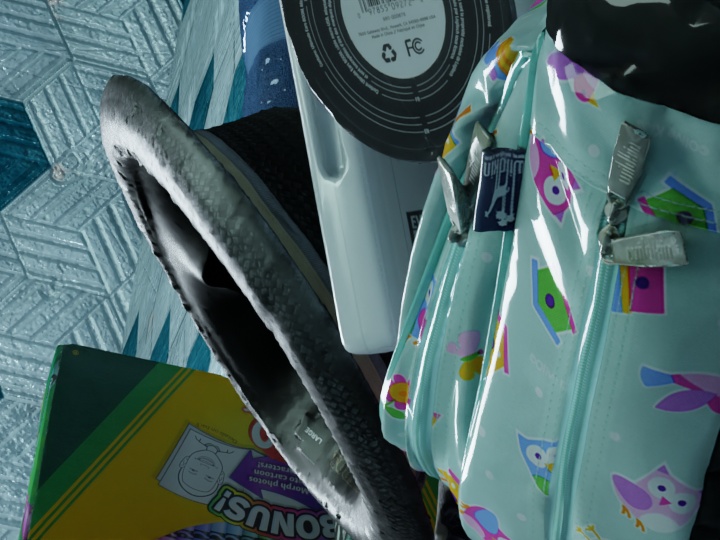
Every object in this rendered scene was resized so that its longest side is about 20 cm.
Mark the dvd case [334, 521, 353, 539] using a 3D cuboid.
[{"bbox_3d":[0.009,0.001,0.990,0.200,0.022,0.146,-94,13,-48],"label":"dvd case"}]

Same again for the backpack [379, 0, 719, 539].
[{"bbox_3d":[0.086,-0.009,0.574,0.127,0.167,0.200,38,134,29],"label":"backpack"}]

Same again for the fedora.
[{"bbox_3d":[0.000,0.000,0.784,0.092,0.201,0.201,-34,4,-10],"label":"fedora"}]

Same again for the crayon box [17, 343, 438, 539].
[{"bbox_3d":[-0.043,0.112,1.062,0.058,0.200,0.119,113,166,-49],"label":"crayon box"}]

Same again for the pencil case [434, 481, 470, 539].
[{"bbox_3d":[0.069,0.074,0.846,0.078,0.089,0.200,-25,46,40],"label":"pencil case"}]

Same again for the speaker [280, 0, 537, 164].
[{"bbox_3d":[0.074,-0.093,0.682,0.200,0.081,0.081,-24,-35,-43],"label":"speaker"}]

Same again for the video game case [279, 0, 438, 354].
[{"bbox_3d":[0.048,-0.078,0.738,0.023,0.200,0.182,-11,89,41],"label":"video game case"}]

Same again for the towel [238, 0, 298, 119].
[{"bbox_3d":[-0.022,-0.075,0.947,0.112,0.048,0.200,88,-179,-60],"label":"towel"}]
